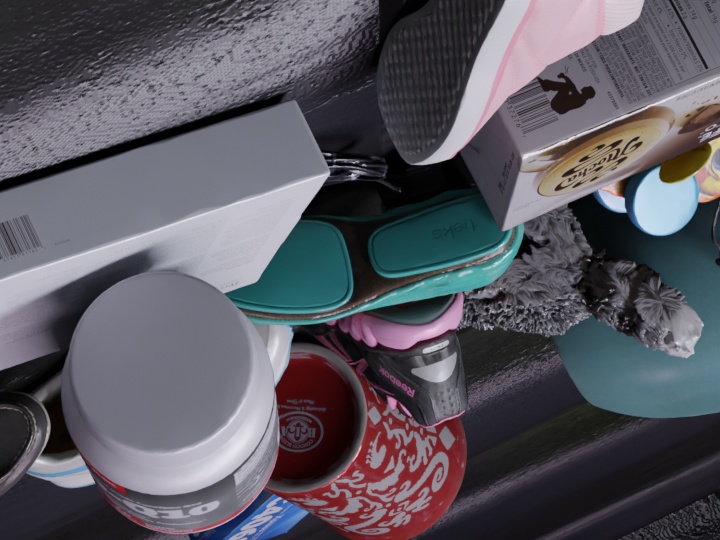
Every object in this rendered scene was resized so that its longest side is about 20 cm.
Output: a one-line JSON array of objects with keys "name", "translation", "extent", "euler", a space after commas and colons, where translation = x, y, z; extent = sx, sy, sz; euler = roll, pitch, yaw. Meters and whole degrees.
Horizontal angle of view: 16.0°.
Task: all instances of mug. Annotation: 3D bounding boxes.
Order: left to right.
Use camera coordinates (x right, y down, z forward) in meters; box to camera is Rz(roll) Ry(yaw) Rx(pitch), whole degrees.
[{"name": "mug", "translation": [-0.031, 0.133, 1.870], "extent": [0.177, 0.134, 0.200], "euler": [-31, 161, 10]}]

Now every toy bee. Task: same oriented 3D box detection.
[{"name": "toy bee", "translation": [0.188, -0.077, 1.577], "extent": [0.200, 0.131, 0.109], "euler": [22, 98, -48]}]

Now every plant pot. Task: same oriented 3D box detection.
[{"name": "plant pot", "translation": [0.214, 0.010, 1.755], "extent": [0.160, 0.201, 0.200], "euler": [-20, 167, 17]}]

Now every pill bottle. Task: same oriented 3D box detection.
[{"name": "pill bottle", "translation": [-0.102, 0.072, 1.387], "extent": [0.114, 0.114, 0.200], "euler": [-25, 167, -6]}]

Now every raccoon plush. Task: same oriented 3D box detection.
[{"name": "raccoon plush", "translation": [0.107, 0.029, 1.674], "extent": [0.097, 0.200, 0.134], "euler": [-50, 177, -30]}]

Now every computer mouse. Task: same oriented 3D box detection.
[{"name": "computer mouse", "translation": [0.017, -0.060, 1.510], "extent": [0.058, 0.034, 0.200], "euler": [-15, 167, 31]}]

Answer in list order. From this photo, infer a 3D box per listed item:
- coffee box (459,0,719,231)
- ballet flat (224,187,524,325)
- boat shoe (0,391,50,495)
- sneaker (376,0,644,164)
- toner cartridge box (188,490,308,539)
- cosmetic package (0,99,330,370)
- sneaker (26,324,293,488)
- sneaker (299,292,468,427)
[{"name": "coffee box", "translation": [0.157, -0.111, 1.457], "extent": [0.199, 0.080, 0.113], "euler": [-23, 163, -12]}, {"name": "ballet flat", "translation": [0.000, 0.000, 1.522], "extent": [0.199, 0.068, 0.070], "euler": [-11, 159, 4]}, {"name": "boat shoe", "translation": [-0.282, 0.134, 1.561], "extent": [0.199, 0.067, 0.057], "euler": [-25, -179, 4]}, {"name": "sneaker", "translation": [0.083, -0.123, 1.306], "extent": [0.104, 0.076, 0.200], "euler": [-13, 156, -26]}, {"name": "toner cartridge box", "translation": [-0.060, 0.169, 2.093], "extent": [0.095, 0.043, 0.200], "euler": [-16, 161, -37]}, {"name": "cosmetic package", "translation": [-0.130, -0.012, 1.367], "extent": [0.199, 0.052, 0.151], "euler": [-19, 162, -26]}, {"name": "sneaker", "translation": [-0.132, 0.075, 1.611], "extent": [0.200, 0.077, 0.081], "euler": [-32, 162, 11]}, {"name": "sneaker", "translation": [0.014, 0.048, 1.617], "extent": [0.079, 0.096, 0.200], "euler": [-24, -163, -14]}]
